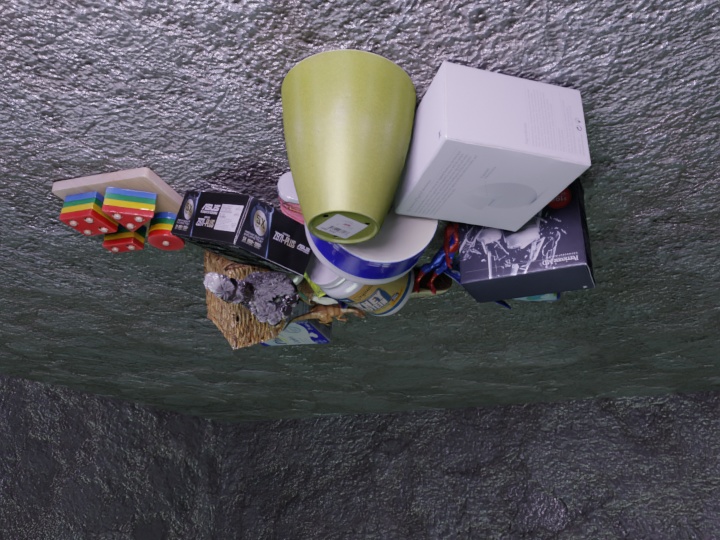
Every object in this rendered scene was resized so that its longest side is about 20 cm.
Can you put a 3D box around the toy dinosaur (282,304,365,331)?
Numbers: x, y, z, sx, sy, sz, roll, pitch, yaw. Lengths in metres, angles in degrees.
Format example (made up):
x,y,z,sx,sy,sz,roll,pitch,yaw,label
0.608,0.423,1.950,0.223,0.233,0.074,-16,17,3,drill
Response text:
x,y,z,sx,sy,sz,roll,pitch,yaw,label
-0.090,0.096,1.334,0.199,0.061,0.106,-9,174,-16,toy dinosaur

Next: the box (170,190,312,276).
x,y,z,sx,sy,sz,roll,pitch,yaw,label
-0.205,-0.066,1.038,0.199,0.087,0.163,10,168,43,box

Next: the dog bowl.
x,y,z,sx,sy,sz,roll,pitch,yaw,label
0.017,-0.085,0.911,0.199,0.201,0.079,7,154,-12,dog bowl

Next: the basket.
x,y,z,sx,sy,sz,roll,pitch,yaw,label
-0.243,0.040,1.263,0.142,0.201,0.149,-14,-148,-31,basket

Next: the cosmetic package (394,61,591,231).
x,y,z,sx,sy,sz,roll,pitch,yaw,label
0.169,-0.161,0.818,0.199,0.124,0.199,6,157,-14,cosmetic package

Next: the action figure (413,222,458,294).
x,y,z,sx,sy,sz,roll,pitch,yaw,label
0.177,-0.014,1.148,0.065,0.099,0.201,3,133,-28,action figure

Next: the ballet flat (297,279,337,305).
x,y,z,sx,sy,sz,roll,pitch,yaw,label
-0.051,0.052,1.349,0.199,0.065,0.071,-5,129,-31,ballet flat

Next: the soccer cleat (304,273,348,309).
x,y,z,sx,sy,sz,roll,pitch,yaw,label
-0.091,0.012,1.259,0.200,0.084,0.065,33,154,-21,soccer cleat

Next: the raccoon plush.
x,y,z,sx,sy,sz,roll,pitch,yaw,label
-0.201,0.018,1.106,0.200,0.097,0.134,35,-177,-31,raccoon plush

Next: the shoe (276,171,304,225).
x,y,z,sx,sy,sz,roll,pitch,yaw,label
-0.044,-0.116,1.017,0.199,0.072,0.091,8,159,-2,shoe

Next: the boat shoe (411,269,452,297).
x,y,z,sx,sy,sz,roll,pitch,yaw,label
0.108,0.032,1.353,0.199,0.073,0.065,0,157,-12,boat shoe

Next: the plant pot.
x,y,z,sx,sy,sz,roll,pitch,yaw,label
-0.018,-0.144,0.773,0.186,0.201,0.187,1,158,0,plant pot

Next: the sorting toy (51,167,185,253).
x,y,z,sx,sy,sz,roll,pitch,yaw,label
-0.421,-0.095,1.084,0.197,0.070,0.200,-6,156,16,sorting toy

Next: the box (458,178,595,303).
x,y,z,sx,sy,sz,roll,pitch,yaw,label
0.272,-0.058,0.979,0.199,0.183,0.104,-11,155,26,box

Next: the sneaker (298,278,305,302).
x,y,z,sx,sy,sz,roll,pitch,yaw,label
-0.145,0.031,1.381,0.199,0.089,0.074,-14,131,-19,sneaker

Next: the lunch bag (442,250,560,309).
x,y,z,sx,sy,sz,roll,pitch,yaw,label
0.286,0.003,1.215,0.199,0.128,0.170,-3,163,46,lunch bag

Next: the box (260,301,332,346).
x,y,z,sx,sy,sz,roll,pitch,yaw,label
-0.195,0.121,1.537,0.199,0.106,0.184,-4,156,15,box

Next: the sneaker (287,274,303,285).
x,y,z,sx,sy,sz,roll,pitch,yaw,label
-0.219,0.005,1.310,0.199,0.071,0.080,-5,153,16,sneaker

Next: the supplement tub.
x,y,z,sx,sy,sz,roll,pitch,yaw,label
0.000,0.000,1.183,0.144,0.146,0.200,-16,151,36,supplement tub
